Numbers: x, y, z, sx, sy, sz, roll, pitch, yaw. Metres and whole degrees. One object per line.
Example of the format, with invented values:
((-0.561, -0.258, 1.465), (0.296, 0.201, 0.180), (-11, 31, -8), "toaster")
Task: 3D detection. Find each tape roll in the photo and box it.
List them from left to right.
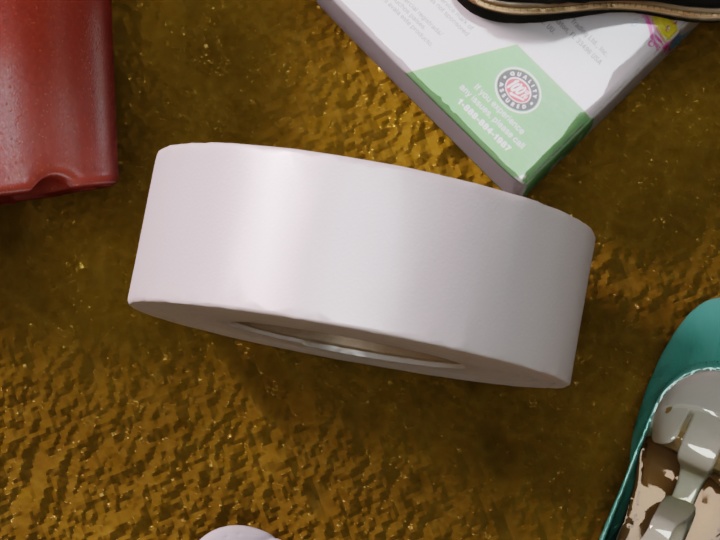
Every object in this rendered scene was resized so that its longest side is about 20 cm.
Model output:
((0.000, 0.000, 0.997), (0.202, 0.202, 0.071), (10, 85, 4), "tape roll")

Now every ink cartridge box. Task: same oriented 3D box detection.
((0.095, -0.154, 1.066), (0.145, 0.088, 0.200), (44, 89, 5), "ink cartridge box")

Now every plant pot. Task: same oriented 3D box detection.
((-0.196, -0.126, 1.034), (0.200, 0.201, 0.196), (-7, 92, 2), "plant pot")

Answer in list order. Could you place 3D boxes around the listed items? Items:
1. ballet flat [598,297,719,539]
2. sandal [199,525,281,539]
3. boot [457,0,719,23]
((0.150, 0.106, 1.041), (0.067, 0.070, 0.201), (21, 85, 5), "ballet flat")
((-0.006, 0.199, 1.043), (0.207, 0.059, 0.079), (46, 59, -3), "sandal")
((0.138, -0.151, 0.952), (0.199, 0.138, 0.078), (-14, 85, -2), "boot")
